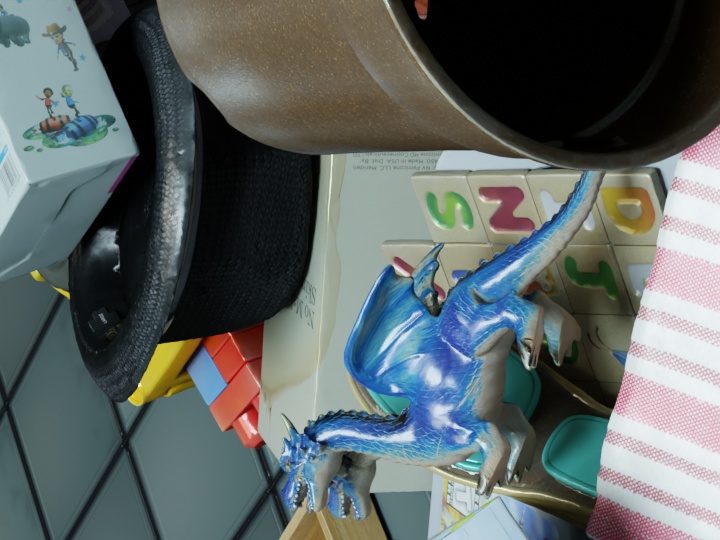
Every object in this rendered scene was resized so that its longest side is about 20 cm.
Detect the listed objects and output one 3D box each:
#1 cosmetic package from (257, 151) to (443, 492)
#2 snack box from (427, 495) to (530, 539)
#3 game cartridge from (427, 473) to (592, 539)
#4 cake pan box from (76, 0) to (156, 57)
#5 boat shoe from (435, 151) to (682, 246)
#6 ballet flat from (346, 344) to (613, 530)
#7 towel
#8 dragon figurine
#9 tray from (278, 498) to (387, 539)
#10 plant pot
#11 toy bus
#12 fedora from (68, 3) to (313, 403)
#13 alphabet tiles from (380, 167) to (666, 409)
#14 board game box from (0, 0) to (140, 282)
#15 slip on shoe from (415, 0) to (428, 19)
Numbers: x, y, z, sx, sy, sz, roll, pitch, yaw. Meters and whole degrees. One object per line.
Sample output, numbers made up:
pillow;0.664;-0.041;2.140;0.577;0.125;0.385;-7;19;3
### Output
cosmetic package;0.000;0.000;1.380;0.104;0.073;0.200;-139;52;-68
snack box;0.077;0.179;1.150;0.169;0.068;0.200;55;177;7
game cartridge;0.077;0.145;1.324;0.133;0.041;0.200;-144;54;-60
cake pan box;-0.124;-0.130;1.483;0.052;0.184;0.200;63;150;4
boat shoe;0.123;-0.052;1.159;0.200;0.070;0.071;-9;113;47
ballet flat;0.079;0.080;1.191;0.200;0.069;0.063;26;159;31
towel;0.171;0.042;1.069;0.146;0.030;0.200;23;109;31
dragon figurine;0.031;0.027;1.139;0.099;0.059;0.200;24;110;20
tray;0.006;0.221;1.470;0.099;0.037;0.200;-60;43;48
plant pot;0.030;-0.129;1.096;0.198;0.200;0.201;-6;90;57
toy bus;-0.073;-0.012;1.491;0.192;0.136;0.200;58;142;18
fedora;-0.078;-0.031;1.352;0.201;0.091;0.201;-177;90;-70
alphabet tiles;0.097;0.032;1.188;0.200;0.006;0.167;1;119;44
board game box;-0.187;-0.110;1.342;0.200;0.064;0.148;65;153;11
slip on shoe;0.020;-0.106;1.275;0.200;0.061;0.074;38;161;5
